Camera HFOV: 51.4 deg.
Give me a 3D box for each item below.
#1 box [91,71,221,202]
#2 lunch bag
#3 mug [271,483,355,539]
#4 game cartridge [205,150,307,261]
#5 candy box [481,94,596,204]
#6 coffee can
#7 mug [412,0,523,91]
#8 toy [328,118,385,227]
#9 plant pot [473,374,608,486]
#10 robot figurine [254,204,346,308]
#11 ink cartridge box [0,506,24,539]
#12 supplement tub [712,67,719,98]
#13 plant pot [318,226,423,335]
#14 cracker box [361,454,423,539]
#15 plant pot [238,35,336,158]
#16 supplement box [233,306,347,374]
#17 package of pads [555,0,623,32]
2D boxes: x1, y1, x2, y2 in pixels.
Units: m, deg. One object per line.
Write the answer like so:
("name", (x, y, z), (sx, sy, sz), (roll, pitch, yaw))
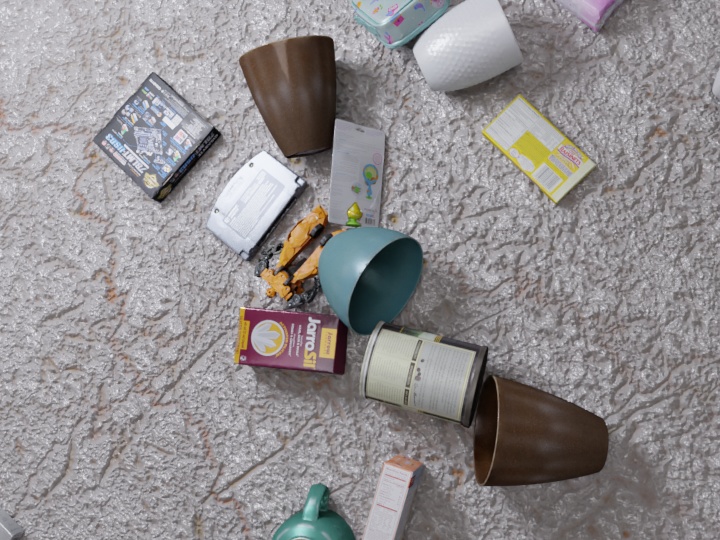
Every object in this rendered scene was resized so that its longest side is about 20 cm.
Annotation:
("box", (-0.429, -0.281, 1.573), (0.200, 0.050, 0.199), (42, 93, 14))
("lunch bag", (0.071, -0.513, 1.439), (0.160, 0.077, 0.200), (-40, 37, 8))
("mug", (-0.097, 0.503, 1.356), (0.152, 0.114, 0.185), (-30, 77, 7))
("game cartridge", (-0.216, -0.136, 1.512), (0.133, 0.042, 0.200), (39, 92, 19))
("candy box", (0.333, -0.228, 1.407), (0.102, 0.026, 0.200), (-43, 76, 1))
("coffee can", (0.114, 0.183, 1.336), (0.199, 0.146, 0.147), (13, 85, 14))
("mug", (0.190, -0.437, 1.419), (0.175, 0.148, 0.200), (-25, 49, 14))
("toy", (-0.015, -0.181, 1.454), (0.047, 0.115, 0.201), (-12, 73, 56))
("plant pot", (0.310, 0.284, 1.278), (0.199, 0.187, 0.188), (7, 84, -1))
("robot figurine", (-0.111, -0.021, 1.461), (0.145, 0.058, 0.200), (44, 92, 15))
("ink cartridge box", (-0.821, 0.562, 1.546), (0.176, 0.045, 0.200), (38, 91, 14))
("supplement tub", (0.726, -0.335, 1.273), (0.199, 0.145, 0.145), (24, 88, 15))
("plant pot", (0.000, 0.000, 1.376), (0.135, 0.200, 0.200), (32, 90, 31))
("cracker box", (0.051, 0.435, 1.322), (0.058, 0.134, 0.201), (16, 85, 15))
("plant pot", (-0.121, -0.327, 1.450), (0.186, 0.187, 0.201), (-12, 94, 11))
("supplement box", (-0.130, 0.134, 1.429), (0.199, 0.086, 0.111), (4, 83, 13))
("package of pads", (0.412, -0.558, 1.409), (0.200, 0.076, 0.121), (43, 92, 14))
